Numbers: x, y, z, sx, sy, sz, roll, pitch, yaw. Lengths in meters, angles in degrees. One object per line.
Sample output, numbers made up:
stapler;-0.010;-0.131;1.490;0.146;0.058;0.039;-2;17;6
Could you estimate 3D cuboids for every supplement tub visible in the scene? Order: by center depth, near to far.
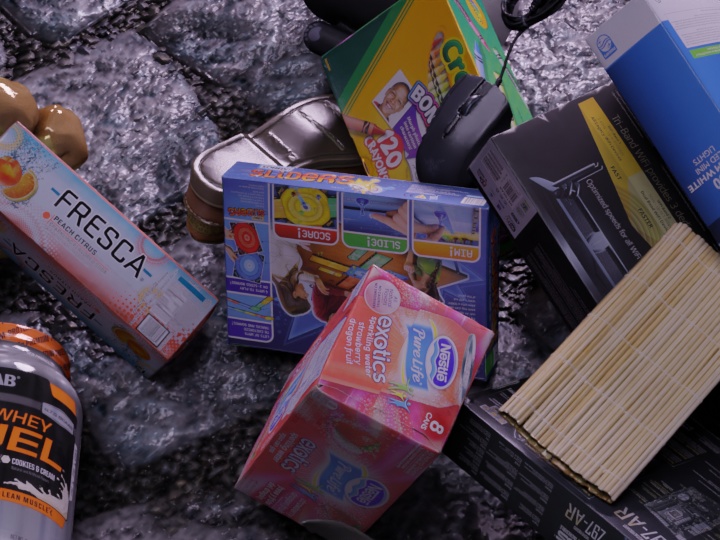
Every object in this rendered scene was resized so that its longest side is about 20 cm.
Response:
supplement tub;-0.258;0.144;1.734;0.122;0.123;0.200;-6;53;8

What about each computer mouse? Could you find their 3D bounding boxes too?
computer mouse;0.094;-0.139;1.750;0.059;0.034;0.200;33;102;34

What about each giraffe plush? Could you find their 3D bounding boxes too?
giraffe plush;-0.327;-0.087;1.927;0.200;0.172;0.162;-53;41;15

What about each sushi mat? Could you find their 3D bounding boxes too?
sushi mat;0.184;0.057;1.622;0.096;0.012;0.200;38;62;15

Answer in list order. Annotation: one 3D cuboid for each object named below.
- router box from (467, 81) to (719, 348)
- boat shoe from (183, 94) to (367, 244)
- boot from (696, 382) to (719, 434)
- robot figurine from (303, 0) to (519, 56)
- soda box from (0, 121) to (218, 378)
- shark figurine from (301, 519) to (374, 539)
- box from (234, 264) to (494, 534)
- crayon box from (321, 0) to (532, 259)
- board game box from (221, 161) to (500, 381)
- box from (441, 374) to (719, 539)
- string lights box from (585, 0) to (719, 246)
router box;0.192;-0.028;1.711;0.157;0.052;0.200;-25;76;-27
boat shoe;-0.050;-0.077;1.888;0.200;0.068;0.072;-18;52;-31
boot;0.315;0.055;1.648;0.199;0.168;0.077;11;57;21
robot figurine;0.032;-0.231;1.956;0.200;0.125;0.151;31;109;30
soda box;-0.201;-0.013;1.813;0.200;0.068;0.064;43;66;-5
shark figurine;0.071;0.211;1.637;0.128;0.090;0.214;-38;57;-18
box;-0.001;0.095;1.656;0.094;0.200;0.103;29;59;-4
crayon box;0.062;-0.100;1.824;0.119;0.058;0.200;-34;66;27
board game box;0.000;0.000;1.780;0.199;0.136;0.034;8;25;17
box;0.176;0.139;1.642;0.160;0.044;0.200;-14;42;-44
string lights box;0.248;-0.095;1.682;0.059;0.103;0.200;-40;75;33
